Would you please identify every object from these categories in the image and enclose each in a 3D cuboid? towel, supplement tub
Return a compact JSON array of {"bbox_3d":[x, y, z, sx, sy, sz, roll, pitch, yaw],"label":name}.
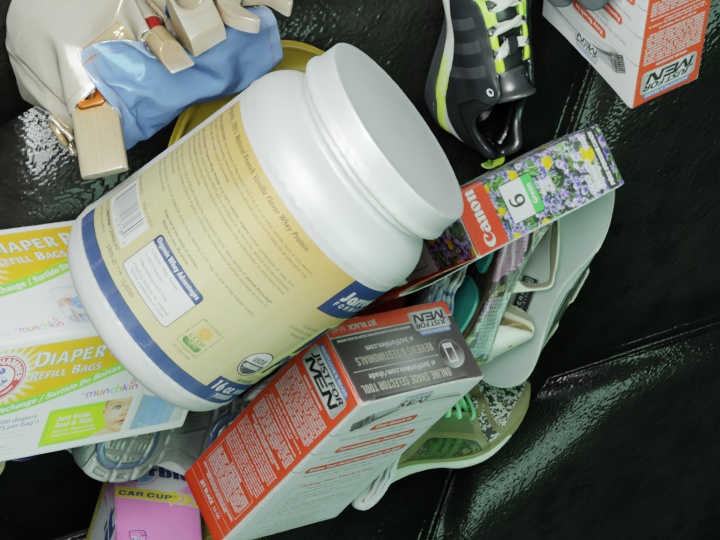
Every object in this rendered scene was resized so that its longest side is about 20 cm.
[{"bbox_3d":[0.039,0.068,1.686,0.024,0.200,0.147,22,124,-3],"label":"towel"},{"bbox_3d":[-0.054,-0.026,1.336,0.200,0.145,0.144,-35,149,18],"label":"supplement tub"}]

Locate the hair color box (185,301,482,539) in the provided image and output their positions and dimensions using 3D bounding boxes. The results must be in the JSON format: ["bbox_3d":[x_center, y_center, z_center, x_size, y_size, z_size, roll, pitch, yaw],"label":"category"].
[{"bbox_3d":[-0.021,0.104,1.547,0.111,0.064,0.200,-10,155,-41],"label":"hair color box"}]

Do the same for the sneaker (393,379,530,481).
[{"bbox_3d":[0.056,0.113,1.817,0.199,0.077,0.089,-21,151,-26],"label":"sneaker"}]

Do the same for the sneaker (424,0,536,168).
[{"bbox_3d":[0.098,-0.154,1.548,0.072,0.083,0.200,-23,143,-23],"label":"sneaker"}]

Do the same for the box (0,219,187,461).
[{"bbox_3d":[-0.203,0.044,1.473,0.199,0.101,0.113,-9,136,-37],"label":"box"}]

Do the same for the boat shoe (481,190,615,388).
[{"bbox_3d":[0.141,-0.005,1.788,0.200,0.071,0.064,-65,172,21],"label":"boat shoe"}]

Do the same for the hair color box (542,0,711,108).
[{"bbox_3d":[0.182,-0.220,1.525,0.064,0.111,0.200,-23,144,-22],"label":"hair color box"}]

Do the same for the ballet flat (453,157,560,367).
[{"bbox_3d":[0.108,0.011,1.739,0.071,0.069,0.201,17,111,-15],"label":"ballet flat"}]

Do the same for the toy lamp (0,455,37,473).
[{"bbox_3d":[-0.263,0.150,1.582,0.058,0.058,0.200,-1,130,-43],"label":"toy lamp"}]

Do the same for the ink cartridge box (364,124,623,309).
[{"bbox_3d":[0.073,-0.033,1.592,0.200,0.050,0.109,-26,-178,-28],"label":"ink cartridge box"}]

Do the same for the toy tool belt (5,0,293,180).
[{"bbox_3d":[-0.100,-0.135,1.345,0.200,0.123,0.125,-31,146,-12],"label":"toy tool belt"}]

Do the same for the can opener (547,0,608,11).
[{"bbox_3d":[0.101,-0.233,1.444,0.200,0.053,0.067,43,68,-45],"label":"can opener"}]

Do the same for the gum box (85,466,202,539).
[{"bbox_3d":[-0.173,0.245,1.713,0.066,0.114,0.200,8,129,-16],"label":"gum box"}]

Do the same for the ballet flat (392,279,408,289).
[{"bbox_3d":[0.000,0.000,1.647,0.199,0.064,0.068,-24,132,-21],"label":"ballet flat"}]

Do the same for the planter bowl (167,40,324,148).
[{"bbox_3d":[-0.025,-0.046,1.468,0.200,0.083,0.201,-5,98,-44],"label":"planter bowl"}]

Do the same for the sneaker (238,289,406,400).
[{"bbox_3d":[-0.016,0.103,1.709,0.200,0.116,0.078,-50,145,16],"label":"sneaker"}]

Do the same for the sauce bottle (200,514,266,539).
[{"bbox_3d":[-0.097,0.224,1.699,0.066,0.200,0.066,-4,122,-6],"label":"sauce bottle"}]

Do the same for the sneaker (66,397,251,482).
[{"bbox_3d":[-0.140,0.107,1.625,0.200,0.087,0.075,16,99,-47],"label":"sneaker"}]
